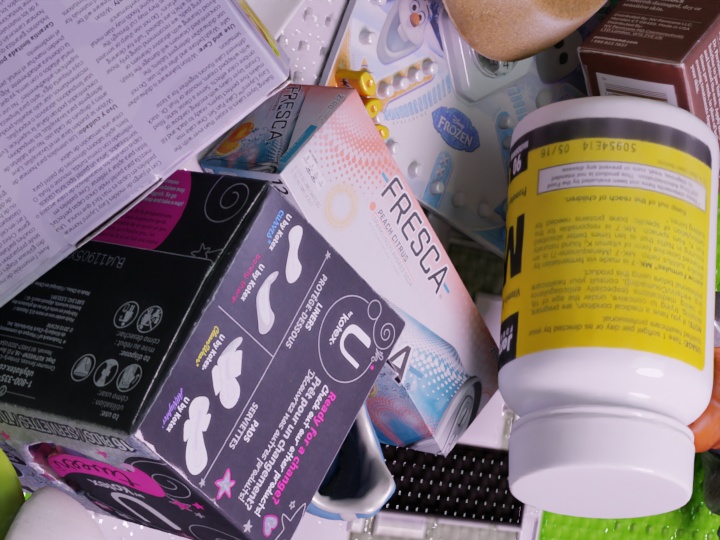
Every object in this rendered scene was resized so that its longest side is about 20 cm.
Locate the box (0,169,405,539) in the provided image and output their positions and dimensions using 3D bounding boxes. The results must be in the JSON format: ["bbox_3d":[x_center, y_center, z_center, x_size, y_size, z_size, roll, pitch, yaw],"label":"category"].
[{"bbox_3d":[-0.103,0.036,1.242,0.115,0.199,0.133,44,66,-38],"label":"box"}]

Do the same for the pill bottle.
[{"bbox_3d":[0.129,0.021,1.458,0.114,0.114,0.201,25,61,-43],"label":"pill bottle"}]

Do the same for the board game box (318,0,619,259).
[{"bbox_3d":[0.075,-0.126,1.515,0.200,0.026,0.201,31,74,-42],"label":"board game box"}]

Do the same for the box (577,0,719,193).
[{"bbox_3d":[0.206,-0.137,1.586,0.200,0.075,0.101,-46,135,-36],"label":"box"}]

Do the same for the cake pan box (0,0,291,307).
[{"bbox_3d":[-0.158,-0.096,1.171,0.200,0.052,0.184,-38,99,7],"label":"cake pan box"}]

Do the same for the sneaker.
[{"bbox_3d":[-0.040,0.044,1.396,0.072,0.072,0.200,-48,125,-27],"label":"sneaker"}]

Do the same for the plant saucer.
[{"bbox_3d":[0.107,-0.205,1.462,0.200,0.035,0.201,-28,126,-49],"label":"plant saucer"}]

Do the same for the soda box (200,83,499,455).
[{"bbox_3d":[0.000,0.000,1.434,0.068,0.063,0.200,-49,126,-28],"label":"soda box"}]

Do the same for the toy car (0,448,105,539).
[{"bbox_3d":[-0.199,0.164,1.217,0.150,0.174,0.201,50,55,-76],"label":"toy car"}]

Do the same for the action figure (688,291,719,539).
[{"bbox_3d":[0.230,0.060,1.644,0.200,0.105,0.193,-52,138,6],"label":"action figure"}]

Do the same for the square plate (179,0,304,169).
[{"bbox_3d":[-0.096,-0.181,1.286,0.200,0.028,0.198,59,43,-28],"label":"square plate"}]
